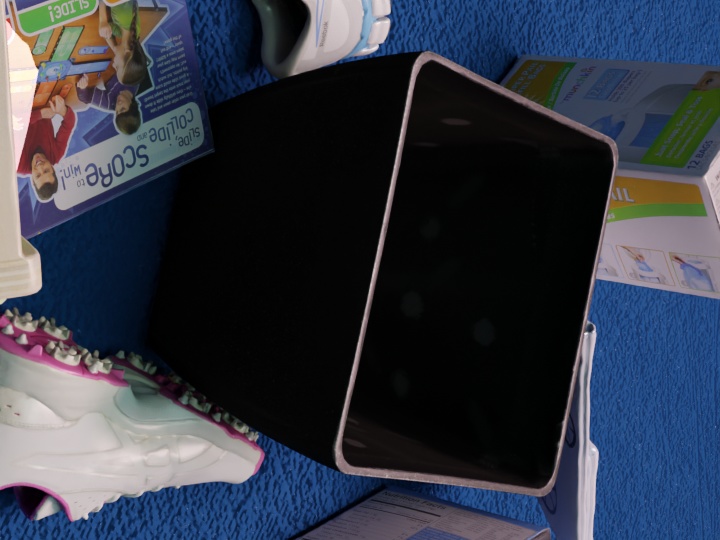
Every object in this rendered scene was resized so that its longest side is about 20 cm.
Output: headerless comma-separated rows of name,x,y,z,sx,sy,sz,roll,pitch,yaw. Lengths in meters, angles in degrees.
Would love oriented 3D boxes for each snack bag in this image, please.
snack bag,0.116,0.062,1.019,0.021,0.189,0.202,-10,124,-8

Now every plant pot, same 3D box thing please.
plant pot,0.000,0.000,0.863,0.199,0.176,0.202,15,85,-52

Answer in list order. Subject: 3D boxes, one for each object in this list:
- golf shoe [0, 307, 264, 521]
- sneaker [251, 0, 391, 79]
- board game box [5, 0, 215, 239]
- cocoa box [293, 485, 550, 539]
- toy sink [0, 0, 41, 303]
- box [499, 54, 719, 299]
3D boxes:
golf shoe,-0.131,0.087,0.816,0.199,0.075,0.092,28,90,-48
sneaker,-0.041,-0.195,0.860,0.086,0.075,0.202,-35,123,-35
board game box,-0.160,-0.088,0.759,0.199,0.034,0.137,-30,119,-43
cocoa box,0.036,0.258,0.993,0.131,0.133,0.202,-21,113,-48
toy sink,-0.194,-0.043,0.616,0.111,0.130,0.202,-8,108,-25
box,0.173,-0.065,1.046,0.113,0.199,0.102,-49,131,-30
